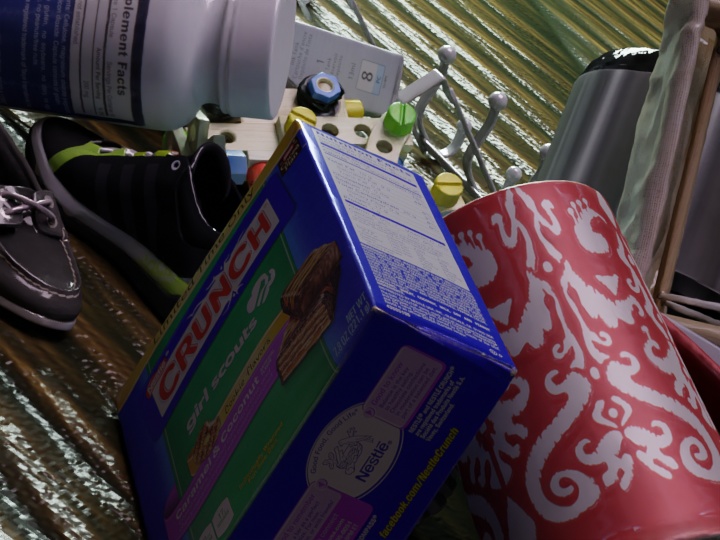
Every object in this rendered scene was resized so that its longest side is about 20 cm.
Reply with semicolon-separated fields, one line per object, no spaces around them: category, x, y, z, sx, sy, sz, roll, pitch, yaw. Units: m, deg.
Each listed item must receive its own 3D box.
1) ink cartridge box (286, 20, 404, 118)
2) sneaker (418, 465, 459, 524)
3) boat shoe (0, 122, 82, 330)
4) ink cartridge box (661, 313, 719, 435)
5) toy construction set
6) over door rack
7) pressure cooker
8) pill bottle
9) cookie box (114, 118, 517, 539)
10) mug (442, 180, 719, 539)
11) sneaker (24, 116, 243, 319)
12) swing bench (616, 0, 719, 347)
ink cartridge box;-0.098;-0.142;1.717;0.200;0.047;0.160;13;0;-36
sneaker;0.007;0.080;1.368;0.200;0.082;0.075;-38;109;-58
boat shoe;-0.192;-0.046;1.385;0.067;0.057;0.200;12;25;-44
ink cartridge box;0.129;0.051;1.494;0.119;0.042;0.200;30;-14;-16
toy construction set;-0.040;-0.057;1.623;0.200;0.092;0.131;10;51;-31
over door rack;0.060;-0.109;1.836;0.148;0.067;0.200;48;1;44
pressure cooker;0.180;-0.015;1.671;0.176;0.200;0.179;18;-13;13
pill bottle;-0.140;-0.137;1.523;0.199;0.111;0.111;8;17;6
cookie box;-0.026;0.052;1.205;0.075;0.171;0.200;26;17;-21
mug;0.109;0.075;1.314;0.177;0.133;0.200;29;35;-57
sneaker;-0.098;-0.038;1.470;0.200;0.083;0.072;42;21;32
swing bench;0.236;-0.040;1.539;0.200;0.199;0.130;17;-11;-9
